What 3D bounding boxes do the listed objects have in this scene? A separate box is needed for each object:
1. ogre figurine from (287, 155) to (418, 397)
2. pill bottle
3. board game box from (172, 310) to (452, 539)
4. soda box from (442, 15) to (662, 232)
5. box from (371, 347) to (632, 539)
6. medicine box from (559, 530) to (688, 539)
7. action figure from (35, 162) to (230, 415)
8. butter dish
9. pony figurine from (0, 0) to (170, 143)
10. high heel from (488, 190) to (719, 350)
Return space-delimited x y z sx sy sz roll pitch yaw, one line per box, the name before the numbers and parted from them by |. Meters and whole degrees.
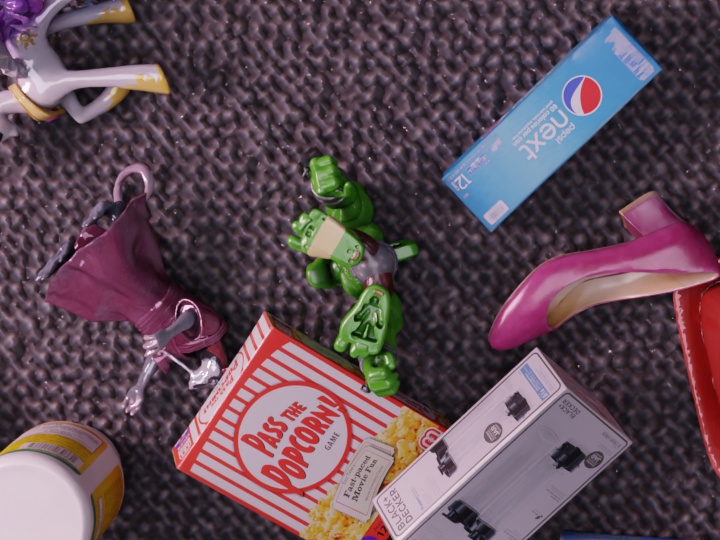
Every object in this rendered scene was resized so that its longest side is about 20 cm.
ogre figurine | 0.000 0.000 1.664 0.098 0.120 0.200 -35 92 12
pill bottle | -0.265 0.192 1.670 0.112 0.200 0.113 1 98 4
board game box | -0.040 0.150 1.696 0.200 0.046 0.152 31 99 -18
soda box | 0.162 -0.127 1.659 0.200 0.068 0.064 -43 93 9
box | 0.121 0.174 1.678 0.200 0.060 0.117 -45 131 9
medicine box | 0.256 0.300 1.640 0.182 0.200 0.103 4 98 4
action figure | -0.179 0.031 1.712 0.200 0.134 0.149 38 56 -13
butter dish | 0.377 0.079 1.628 0.200 0.148 0.200 -13 95 7
pony figurine | -0.288 -0.193 1.661 0.200 0.167 0.193 -24 103 -8
high heel | 0.208 0.025 1.664 0.200 0.067 0.096 -35 60 -2
